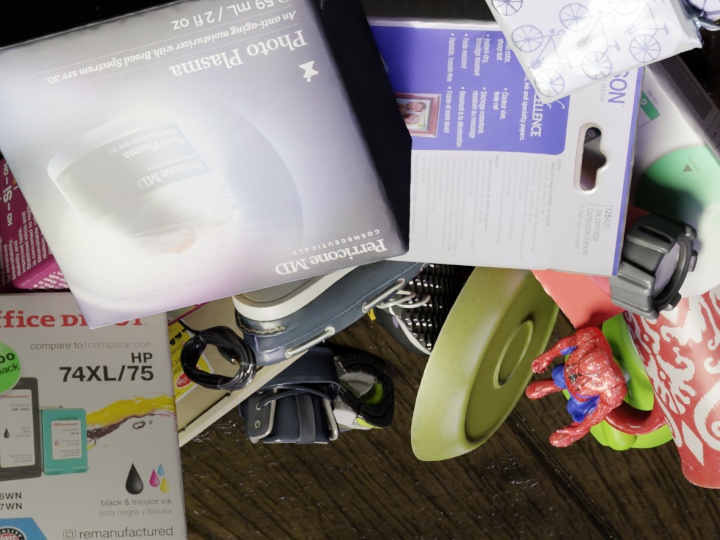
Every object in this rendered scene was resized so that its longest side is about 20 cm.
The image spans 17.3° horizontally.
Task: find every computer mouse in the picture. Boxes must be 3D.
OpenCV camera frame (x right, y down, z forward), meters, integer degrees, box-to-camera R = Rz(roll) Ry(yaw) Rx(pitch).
[{"bbox_3d":[-0.121,0.028,1.606,0.034,0.200,0.059,18,106,-42],"label":"computer mouse"}]

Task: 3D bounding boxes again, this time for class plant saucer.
[{"bbox_3d":[0.100,0.054,1.723,0.031,0.201,0.200,26,163,20],"label":"plant saucer"}]

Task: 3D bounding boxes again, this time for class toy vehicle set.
[{"bbox_3d":[-0.131,0.049,1.698,0.026,0.125,0.200,-25,171,-44],"label":"toy vehicle set"}]

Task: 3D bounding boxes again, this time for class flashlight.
[{"bbox_3d":[0.123,-0.035,1.557,0.068,0.199,0.068,-27,133,-47],"label":"flashlight"}]

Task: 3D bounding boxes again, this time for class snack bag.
[{"bbox_3d":[0.151,-0.197,1.294,0.199,0.021,0.189,-19,123,18],"label":"snack bag"}]

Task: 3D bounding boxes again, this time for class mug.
[{"bbox_3d":[0.232,0.044,1.689,0.177,0.134,0.201,-24,108,10],"label":"mug"}]

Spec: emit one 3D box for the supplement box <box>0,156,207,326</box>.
[{"bbox_3d":[-0.190,-0.013,1.572,0.200,0.104,0.131,-30,148,36],"label":"supplement box"}]

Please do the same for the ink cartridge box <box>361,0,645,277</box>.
[{"bbox_3d":[0.066,-0.084,1.439,0.199,0.047,0.198,2,134,0],"label":"ink cartridge box"}]

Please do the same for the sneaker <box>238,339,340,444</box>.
[{"bbox_3d":[-0.035,0.043,1.691,0.077,0.147,0.202,5,150,-23],"label":"sneaker"}]

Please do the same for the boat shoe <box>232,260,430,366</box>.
[{"bbox_3d":[0.000,0.000,1.598,0.200,0.075,0.062,-34,134,-32],"label":"boat shoe"}]

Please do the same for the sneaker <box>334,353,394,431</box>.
[{"bbox_3d":[-0.059,0.096,1.881,0.081,0.074,0.200,-22,150,32],"label":"sneaker"}]

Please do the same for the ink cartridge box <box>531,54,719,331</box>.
[{"bbox_3d":[0.166,-0.045,1.577,0.200,0.050,0.161,-31,102,37],"label":"ink cartridge box"}]

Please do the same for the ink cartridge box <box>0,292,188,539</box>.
[{"bbox_3d":[-0.196,0.133,1.520,0.146,0.201,0.146,-1,152,-13],"label":"ink cartridge box"}]

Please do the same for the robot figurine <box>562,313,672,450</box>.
[{"bbox_3d":[0.236,0.064,1.853,0.175,0.116,0.200,-26,167,-35],"label":"robot figurine"}]

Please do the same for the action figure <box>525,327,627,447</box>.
[{"bbox_3d":[0.153,0.084,1.686,0.051,0.066,0.200,-19,167,-10],"label":"action figure"}]

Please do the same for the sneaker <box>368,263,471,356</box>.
[{"bbox_3d":[0.035,0.028,1.730,0.090,0.070,0.200,1,177,24],"label":"sneaker"}]

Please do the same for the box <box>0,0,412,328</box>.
[{"bbox_3d":[-0.091,-0.094,1.327,0.199,0.124,0.199,-14,127,12],"label":"box"}]
